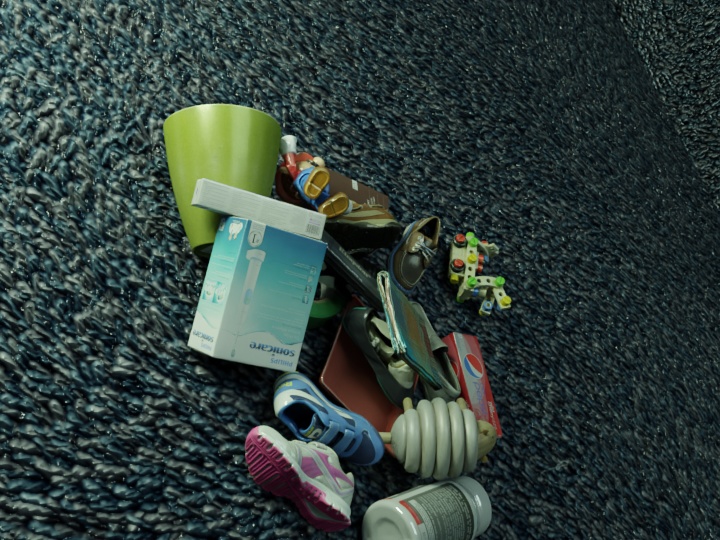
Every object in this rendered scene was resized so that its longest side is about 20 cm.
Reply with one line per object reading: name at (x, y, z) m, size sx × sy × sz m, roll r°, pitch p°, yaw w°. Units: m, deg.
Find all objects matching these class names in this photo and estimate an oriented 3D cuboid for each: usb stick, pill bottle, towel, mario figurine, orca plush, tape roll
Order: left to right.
tape roll at (-0.107, -0.001, 1.467) m, size 0.199 × 0.048 × 0.202 m, roll 27°, pitch 45°, yaw -31°
mario figurine at (-0.073, -0.154, 1.425) m, size 0.105 × 0.200 × 0.125 m, roll -7°, pitch 109°, yaw -20°
usb stick at (-0.026, -0.010, 1.398) m, size 0.200 × 0.033 × 0.056 m, roll 45°, pitch 12°, yaw -14°
orca plush at (0.000, 0.000, 1.457) m, size 0.199 × 0.071 × 0.106 m, roll 28°, pitch 33°, yaw -15°
towel at (0.082, 0.100, 1.415) m, size 0.200 × 0.022 × 0.148 m, roll 47°, pitch 26°, yaw -56°
pill bottle at (0.106, 0.385, 1.344) m, size 0.199 × 0.114 × 0.115 m, roll -4°, pitch 65°, yaw -46°

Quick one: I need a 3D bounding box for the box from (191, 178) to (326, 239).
box at (-0.147, -0.089, 1.297) m, size 0.198 × 0.039 × 0.042 m, roll 14°, pitch 85°, yaw -25°

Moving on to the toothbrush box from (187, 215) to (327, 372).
toothbrush box at (-0.150, 0.036, 1.292) m, size 0.146 × 0.085 × 0.202 m, roll 15°, pitch 87°, yaw -37°

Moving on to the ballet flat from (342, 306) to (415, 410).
ballet flat at (0.046, 0.140, 1.421) m, size 0.201 × 0.073 × 0.073 m, roll 57°, pitch 37°, yaw -14°

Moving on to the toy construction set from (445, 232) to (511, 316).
toy construction set at (0.239, -0.005, 1.786) m, size 0.130 × 0.093 × 0.201 m, roll 14°, pitch 40°, yaw -7°

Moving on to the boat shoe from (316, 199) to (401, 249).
boat shoe at (-0.025, -0.081, 1.511) m, size 0.199 × 0.076 × 0.074 m, roll 2°, pitch 50°, yaw -35°

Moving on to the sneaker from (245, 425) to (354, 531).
sneaker at (-0.084, 0.284, 1.263) m, size 0.200 × 0.081 × 0.089 m, roll 47°, pitch 37°, yaw -21°

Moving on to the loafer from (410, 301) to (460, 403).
loafer at (0.128, 0.143, 1.580) m, size 0.070 × 0.070 × 0.201 m, roll -1°, pitch 63°, yaw -45°

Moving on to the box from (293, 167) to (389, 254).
box at (-0.040, -0.116, 1.602) m, size 0.199 × 0.075 × 0.101 m, roll 20°, pitch 49°, yaw -33°

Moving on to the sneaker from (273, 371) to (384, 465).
sneaker at (-0.052, 0.237, 1.314) m, size 0.199 × 0.074 × 0.082 m, roll 35°, pitch 17°, yaw -10°

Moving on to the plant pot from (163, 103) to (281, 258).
plant pot at (-0.214, -0.126, 1.371) m, size 0.186 × 0.186 × 0.202 m, roll 10°, pitch 71°, yaw -41°

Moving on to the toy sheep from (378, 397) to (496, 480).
toy sheep at (0.116, 0.261, 1.375) m, size 0.198 × 0.138 × 0.139 m, roll -3°, pitch 56°, yaw -2°

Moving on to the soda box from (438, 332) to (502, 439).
soda box at (0.192, 0.217, 1.597) m, size 0.070 × 0.063 × 0.202 m, roll 13°, pitch 53°, yaw -39°

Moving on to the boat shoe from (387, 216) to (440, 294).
boat shoe at (0.108, -0.040, 1.693) m, size 0.072 × 0.072 × 0.201 m, roll 38°, pitch 41°, yaw -18°

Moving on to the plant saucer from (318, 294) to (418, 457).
plant saucer at (0.010, 0.175, 1.443) m, size 0.200 × 0.037 × 0.201 m, roll 49°, pitch 37°, yaw -24°
